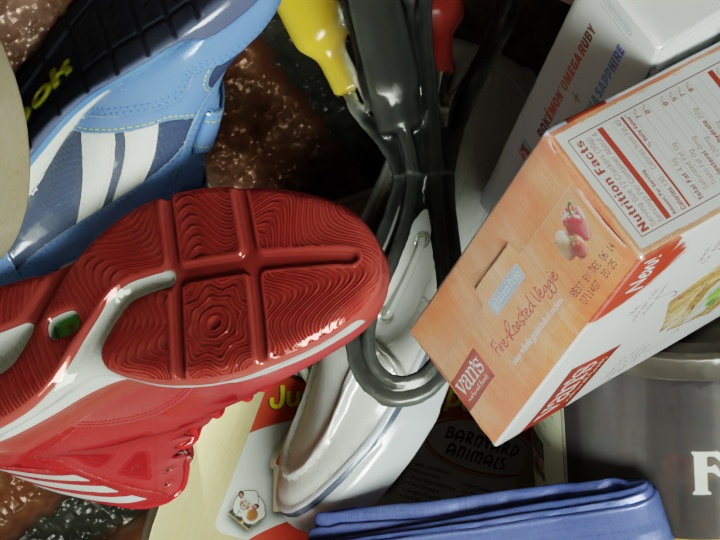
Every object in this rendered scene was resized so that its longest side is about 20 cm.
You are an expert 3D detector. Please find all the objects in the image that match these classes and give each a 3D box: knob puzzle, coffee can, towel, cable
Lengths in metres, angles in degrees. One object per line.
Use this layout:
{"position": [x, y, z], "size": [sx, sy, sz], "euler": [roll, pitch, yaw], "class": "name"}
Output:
{"position": [0.015, 0.047, 1.235], "size": [0.218, 0.030, 0.221], "euler": [-6, 108, -19], "class": "knob puzzle"}
{"position": [0.140, 0.081, 1.194], "size": [0.145, 0.147, 0.201], "euler": [-11, 120, -9], "class": "coffee can"}
{"position": [0.068, 0.170, 1.167], "size": [0.144, 0.024, 0.201], "euler": [-9, 120, 14], "class": "towel"}
{"position": [0.022, -0.052, 1.122], "size": [0.096, 0.050, 0.202], "euler": [-10, 91, -9], "class": "cable"}

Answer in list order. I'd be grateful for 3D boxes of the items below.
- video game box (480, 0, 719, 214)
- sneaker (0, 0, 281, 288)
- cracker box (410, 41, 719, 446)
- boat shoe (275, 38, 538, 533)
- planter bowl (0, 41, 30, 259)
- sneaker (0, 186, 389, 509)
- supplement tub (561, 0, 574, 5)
{"position": [0.148, -0.097, 1.094], "size": [0.199, 0.047, 0.182], "euler": [-31, 162, -23], "class": "video game box"}
{"position": [-0.087, -0.052, 1.133], "size": [0.082, 0.074, 0.200], "euler": [32, 116, -28], "class": "sneaker"}
{"position": [0.126, -0.029, 1.046], "size": [0.199, 0.058, 0.134], "euler": [-27, 163, -32], "class": "cracker box"}
{"position": [0.002, 0.000, 1.158], "size": [0.086, 0.075, 0.203], "euler": [28, 91, -26], "class": "boat shoe"}
{"position": [-0.202, -0.040, 1.050], "size": [0.134, 0.200, 0.201], "euler": [-18, 127, -36], "class": "planter bowl"}
{"position": [-0.065, 0.032, 1.128], "size": [0.199, 0.079, 0.115], "euler": [-13, 156, 21], "class": "sneaker"}
{"position": [0.092, -0.210, 1.046], "size": [0.144, 0.145, 0.200], "euler": [28, 109, -28], "class": "supplement tub"}
